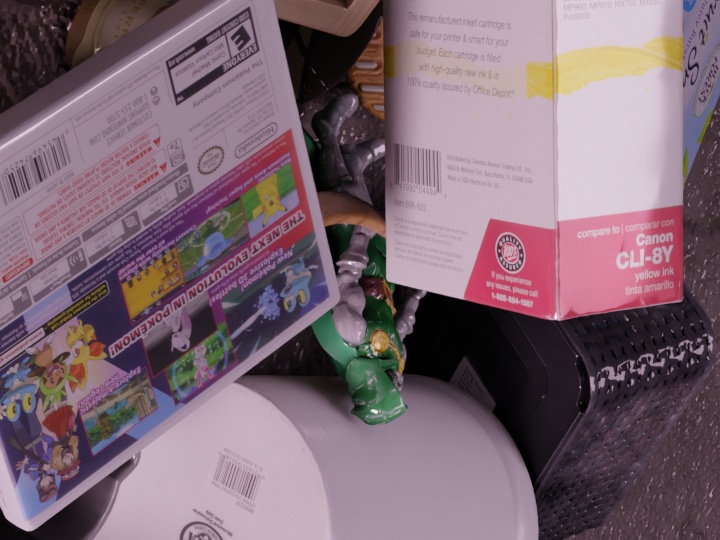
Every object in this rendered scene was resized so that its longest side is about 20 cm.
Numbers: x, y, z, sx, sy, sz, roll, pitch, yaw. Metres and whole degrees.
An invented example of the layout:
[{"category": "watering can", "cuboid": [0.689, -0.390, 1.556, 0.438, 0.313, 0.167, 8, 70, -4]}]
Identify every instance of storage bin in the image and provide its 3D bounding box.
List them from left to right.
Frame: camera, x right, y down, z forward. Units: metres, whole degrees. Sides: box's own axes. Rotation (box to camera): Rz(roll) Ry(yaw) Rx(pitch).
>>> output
[{"category": "storage bin", "cuboid": [0.098, 0.059, 1.509, 0.093, 0.135, 0.200, -15, 150, -33]}]

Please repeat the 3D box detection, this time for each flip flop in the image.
[{"category": "flip flop", "cuboid": [0.006, -0.172, 1.393, 0.081, 0.058, 0.200, 39, 93, -24]}]

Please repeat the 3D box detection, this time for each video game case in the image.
[{"category": "video game case", "cuboid": [-0.099, -0.011, 1.170, 0.200, 0.023, 0.183, -37, 131, -31]}]

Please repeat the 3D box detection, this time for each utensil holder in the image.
[{"category": "utensil holder", "cuboid": [-0.027, 0.138, 1.410, 0.200, 0.169, 0.171, 5, 100, -57]}]

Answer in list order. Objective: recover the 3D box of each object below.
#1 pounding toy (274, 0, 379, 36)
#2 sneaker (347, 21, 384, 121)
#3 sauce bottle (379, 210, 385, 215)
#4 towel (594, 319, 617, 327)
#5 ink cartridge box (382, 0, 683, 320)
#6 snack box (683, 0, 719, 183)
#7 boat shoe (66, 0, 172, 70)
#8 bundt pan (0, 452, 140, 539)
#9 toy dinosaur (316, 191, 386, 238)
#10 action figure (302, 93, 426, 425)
[{"category": "pounding toy", "cuboid": [-0.025, -0.237, 1.211, 0.184, 0.142, 0.200, 11, 124, -47]}, {"category": "sneaker", "cuboid": [0.035, -0.183, 1.464, 0.088, 0.075, 0.201, -30, 132, -72]}, {"category": "sauce bottle", "cuboid": [0.063, -0.008, 1.583, 0.200, 0.066, 0.066, 0, 104, -59]}, {"category": "towel", "cuboid": [0.105, 0.078, 1.711, 0.200, 0.048, 0.112, -38, 135, -45]}, {"category": "ink cartridge box", "cuboid": [0.081, -0.088, 1.267, 0.083, 0.145, 0.201, -8, 102, -31]}, {"category": "snack box", "cuboid": [0.174, -0.155, 1.692, 0.200, 0.067, 0.169, 42, 68, -59]}, {"category": "boat shoe", "cuboid": [-0.077, -0.069, 1.324, 0.073, 0.063, 0.201, -59, 147, -22]}, {"category": "bundt pan", "cuboid": [-0.178, 0.048, 1.203, 0.202, 0.075, 0.203, -34, 133, -48]}, {"category": "toy dinosaur", "cuboid": [-0.041, -0.026, 1.297, 0.200, 0.060, 0.107, -25, 129, -43]}, {"category": "action figure", "cuboid": [0.000, 0.000, 1.394, 0.118, 0.054, 0.201, 50, 25, -46]}]
